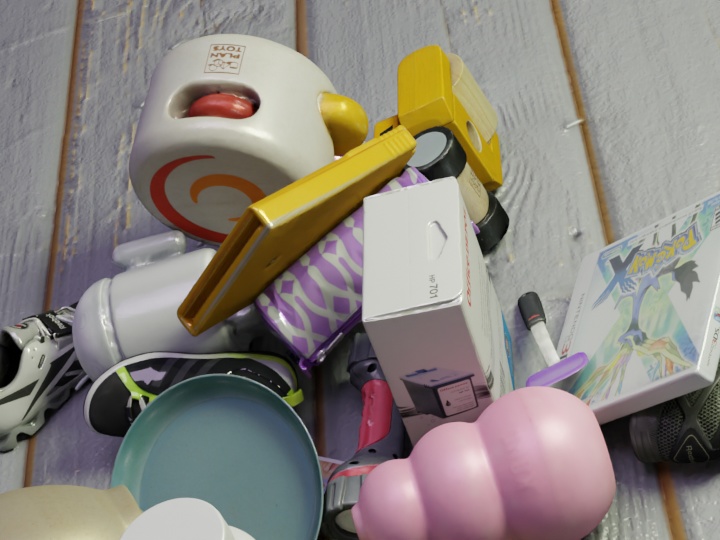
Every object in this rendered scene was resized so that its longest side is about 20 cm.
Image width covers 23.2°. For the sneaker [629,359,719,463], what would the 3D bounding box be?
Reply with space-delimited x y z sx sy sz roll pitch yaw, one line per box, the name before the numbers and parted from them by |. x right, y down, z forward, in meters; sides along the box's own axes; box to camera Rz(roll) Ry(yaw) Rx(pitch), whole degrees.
sneaker | 0.291 0.069 1.401 0.114 0.076 0.200 3 51 25

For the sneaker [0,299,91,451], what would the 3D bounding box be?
sneaker | -0.295 0.071 1.660 0.074 0.089 0.200 15 53 37

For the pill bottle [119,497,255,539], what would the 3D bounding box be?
pill bottle | -0.104 0.260 1.288 0.112 0.200 0.113 -13 42 12

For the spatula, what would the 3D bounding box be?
spatula | 0.153 0.056 1.471 0.056 0.021 0.200 -27 22 7

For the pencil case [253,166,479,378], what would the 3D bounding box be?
pencil case | 0.000 0.000 1.519 0.200 0.084 0.086 -43 55 3

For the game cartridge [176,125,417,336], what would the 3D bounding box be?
game cartridge | -0.052 -0.037 1.503 0.032 0.176 0.200 49 48 9

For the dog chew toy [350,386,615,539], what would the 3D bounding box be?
dog chew toy | 0.091 0.165 1.346 0.199 0.125 0.125 -17 42 -1

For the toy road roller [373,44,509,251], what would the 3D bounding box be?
toy road roller | 0.049 -0.099 1.654 0.146 0.123 0.201 -20 40 22

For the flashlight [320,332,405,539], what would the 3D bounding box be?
flashlight | 0.006 0.135 1.468 0.068 0.068 0.201 -9 45 14

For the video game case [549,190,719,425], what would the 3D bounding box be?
video game case | 0.226 0.036 1.407 0.200 0.022 0.183 -29 34 52

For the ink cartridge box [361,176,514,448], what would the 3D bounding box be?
ink cartridge box | 0.067 0.049 1.427 0.086 0.200 0.147 -12 42 13

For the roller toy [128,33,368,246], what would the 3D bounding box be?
roller toy | -0.111 -0.122 1.605 0.200 0.182 0.140 -30 40 45

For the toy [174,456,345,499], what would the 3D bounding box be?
toy | -0.121 0.183 1.491 0.199 0.047 0.115 7 49 30

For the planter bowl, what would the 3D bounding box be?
planter bowl | -0.217 0.248 1.366 0.134 0.201 0.200 -26 41 -13

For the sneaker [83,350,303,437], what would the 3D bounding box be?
sneaker | -0.149 0.111 1.524 0.199 0.072 0.083 -11 20 6

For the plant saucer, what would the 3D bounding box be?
plant saucer | -0.115 0.186 1.435 0.199 0.027 0.201 -4 81 24

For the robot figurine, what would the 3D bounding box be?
robot figurine | -0.178 0.049 1.607 0.199 0.113 0.170 -16 75 8

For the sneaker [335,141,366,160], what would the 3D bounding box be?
sneaker | -0.086 -0.079 1.732 0.199 0.080 0.089 -9 68 24
